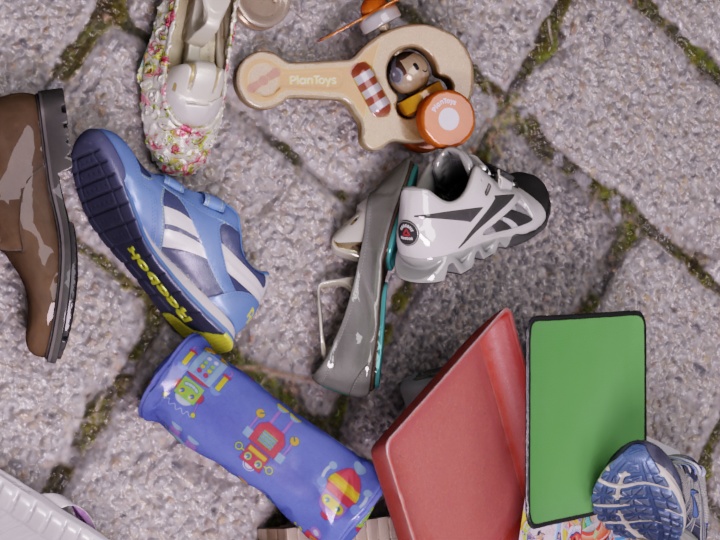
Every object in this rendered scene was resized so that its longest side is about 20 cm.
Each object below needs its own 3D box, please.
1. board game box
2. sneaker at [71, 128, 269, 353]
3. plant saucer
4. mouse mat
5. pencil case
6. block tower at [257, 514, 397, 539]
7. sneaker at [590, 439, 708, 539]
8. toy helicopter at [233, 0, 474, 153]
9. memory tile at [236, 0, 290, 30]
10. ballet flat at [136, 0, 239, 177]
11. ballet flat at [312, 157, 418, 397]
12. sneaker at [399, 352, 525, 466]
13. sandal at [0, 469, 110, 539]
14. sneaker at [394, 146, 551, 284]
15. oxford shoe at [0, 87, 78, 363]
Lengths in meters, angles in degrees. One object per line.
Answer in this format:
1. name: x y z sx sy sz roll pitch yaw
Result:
1. board game box: 0.197 0.194 1.730 0.200 0.034 0.136 25 70 -53
2. sneaker: -0.144 -0.034 1.608 0.082 0.074 0.201 -45 112 -27
3. plant saucer: 0.079 0.161 1.619 0.200 0.036 0.201 -44 126 -45
4. mouse mat: 0.180 0.114 1.668 0.199 0.007 0.163 -1 91 -57
5. pencil case: -0.072 0.133 1.590 0.199 0.087 0.078 37 84 4
6. block tower: 0.012 0.221 1.666 0.198 0.058 0.055 -3 86 -30
7. sneaker: 0.238 0.179 1.695 0.200 0.076 0.086 64 39 -53
8. toy helicopter: -0.005 -0.162 1.698 0.198 0.079 0.134 -1 91 -16
9. memory tile: -0.128 -0.293 1.677 0.199 0.017 0.154 26 73 -24
10. ballet flat: -0.128 -0.173 1.624 0.075 0.064 0.202 6 88 -25
11. ballet flat: 0.000 0.000 1.686 0.063 0.067 0.202 10 75 4
12. sneaker: 0.125 0.122 1.738 0.198 0.078 0.100 -7 96 -22
13. sandal: -0.225 0.197 1.543 0.203 0.082 0.050 44 23 -15
14. sneaker: 0.094 -0.062 1.698 0.200 0.074 0.089 -31 122 -54
15. oxford shoe: -0.251 -0.030 1.558 0.084 0.073 0.202 -5 84 -12
